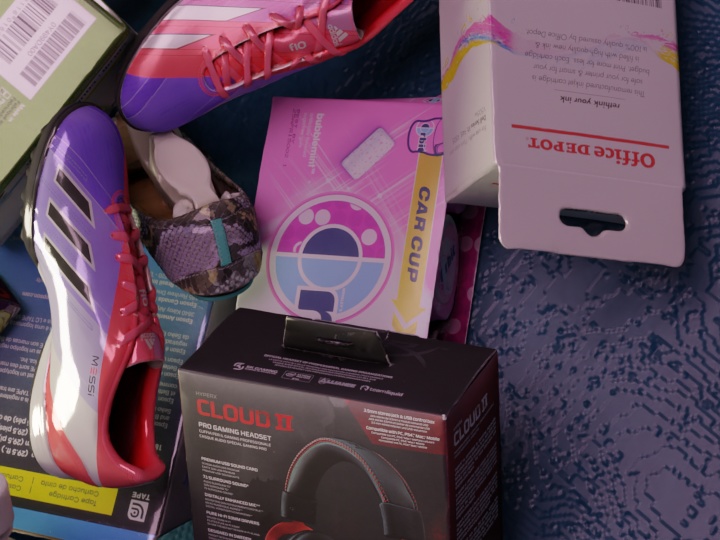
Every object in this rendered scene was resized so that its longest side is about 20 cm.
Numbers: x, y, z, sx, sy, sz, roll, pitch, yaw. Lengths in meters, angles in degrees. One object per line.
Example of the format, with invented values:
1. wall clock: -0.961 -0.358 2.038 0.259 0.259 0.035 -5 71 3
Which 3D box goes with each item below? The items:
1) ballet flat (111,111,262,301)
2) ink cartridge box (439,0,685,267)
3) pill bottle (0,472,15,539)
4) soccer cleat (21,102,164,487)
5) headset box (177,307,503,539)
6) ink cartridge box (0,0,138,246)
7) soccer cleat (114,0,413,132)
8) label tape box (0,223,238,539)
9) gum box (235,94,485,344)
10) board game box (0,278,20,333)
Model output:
1. ballet flat: -0.109 -0.056 1.332 0.072 0.072 0.200 -48 37 2
2. ink cartridge box: 0.105 -0.094 1.273 0.117 0.067 0.201 7 72 -22
3. pill bottle: -0.213 0.210 1.265 0.112 0.112 0.201 1 108 20
4. soccer cleat: -0.131 0.014 1.250 0.073 0.068 0.201 10 103 37
5. headset box: -0.008 0.113 1.223 0.148 0.075 0.201 9 119 22
6. ink cartridge box: -0.185 -0.089 1.354 0.076 0.200 0.148 39 91 6
7. soccer cleat: -0.040 -0.132 1.274 0.200 0.068 0.073 -35 48 -4
8. label tape box: -0.150 0.084 1.349 0.144 0.063 0.201 9 78 23
9. gum box: 0.000 0.000 1.316 0.113 0.066 0.201 4 76 22
10. board game box: -0.281 0.006 1.403 0.120 0.032 0.200 -55 48 14
